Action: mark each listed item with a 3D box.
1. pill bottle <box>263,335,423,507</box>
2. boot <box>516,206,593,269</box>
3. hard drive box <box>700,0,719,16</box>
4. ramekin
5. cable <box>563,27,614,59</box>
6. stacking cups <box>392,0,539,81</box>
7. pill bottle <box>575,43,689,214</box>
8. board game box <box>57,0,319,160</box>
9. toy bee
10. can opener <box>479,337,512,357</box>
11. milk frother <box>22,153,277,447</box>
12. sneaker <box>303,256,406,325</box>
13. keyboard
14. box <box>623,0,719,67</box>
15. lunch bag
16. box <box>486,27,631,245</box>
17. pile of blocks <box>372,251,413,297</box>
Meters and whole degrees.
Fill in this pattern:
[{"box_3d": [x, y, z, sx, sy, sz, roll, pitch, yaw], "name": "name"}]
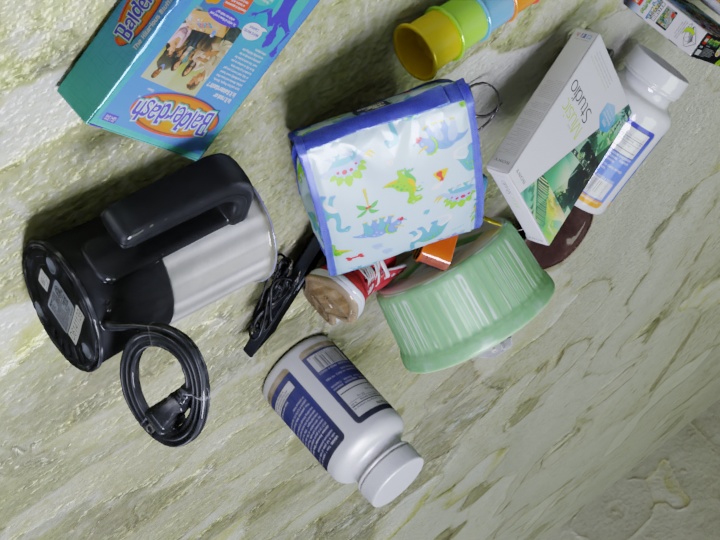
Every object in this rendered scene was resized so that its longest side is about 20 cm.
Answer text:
[{"box_3d": [-0.018, 0.184, 1.563, 0.111, 0.200, 0.111, -35, 155, -19], "name": "pill bottle"}, {"box_3d": [0.234, -0.036, 1.748, 0.199, 0.073, 0.166, -38, 169, 3], "name": "boot"}, {"box_3d": [0.424, -0.342, 1.488, 0.077, 0.156, 0.199, -50, 155, 15], "name": "hard drive box"}, {"box_3d": [0.115, 0.023, 1.492, 0.199, 0.098, 0.200, -29, -168, 7], "name": "ramekin"}, {"box_3d": [0.256, -0.195, 1.558, 0.097, 0.050, 0.201, -41, 149, -42], "name": "cable"}, {"box_3d": [0.121, -0.259, 1.260, 0.199, 0.060, 0.061, -38, 156, -24], "name": "stacking cups"}, {"box_3d": [0.320, -0.180, 1.633, 0.201, 0.112, 0.112, -55, 154, 20], "name": "pill bottle"}, {"box_3d": [-0.119, -0.186, 0.996, 0.200, 0.045, 0.152, -51, 156, 12], "name": "board game box"}, {"box_3d": [0.105, -0.090, 1.441, 0.200, 0.131, 0.109, -51, -177, -13], "name": "toy bee"}, {"box_3d": [0.149, 0.017, 1.653, 0.053, 0.067, 0.202, -15, 110, 1], "name": "can opener"}, {"box_3d": [-0.144, 0.024, 1.077, 0.187, 0.201, 0.180, -28, -179, -32], "name": "milk frother"}, {"box_3d": [0.000, 0.000, 1.410, 0.112, 0.071, 0.200, -42, -178, -10], "name": "sneaker"}, {"box_3d": [-0.078, 0.002, 1.399, 0.201, 0.039, 0.104, -58, 176, 24], "name": "keyboard"}, {"box_3d": [0.407, -0.297, 1.590, 0.035, 0.110, 0.199, -54, 155, 22], "name": "box"}, {"box_3d": [0.024, -0.100, 1.223, 0.168, 0.128, 0.200, -20, 160, -4], "name": "lunch bag"}, {"box_3d": [0.227, -0.148, 1.455, 0.201, 0.036, 0.144, -55, 140, -14], "name": "box"}, {"box_3d": [0.097, 0.009, 1.639, 0.199, 0.062, 0.082, -9, 138, -54], "name": "pile of blocks"}]
